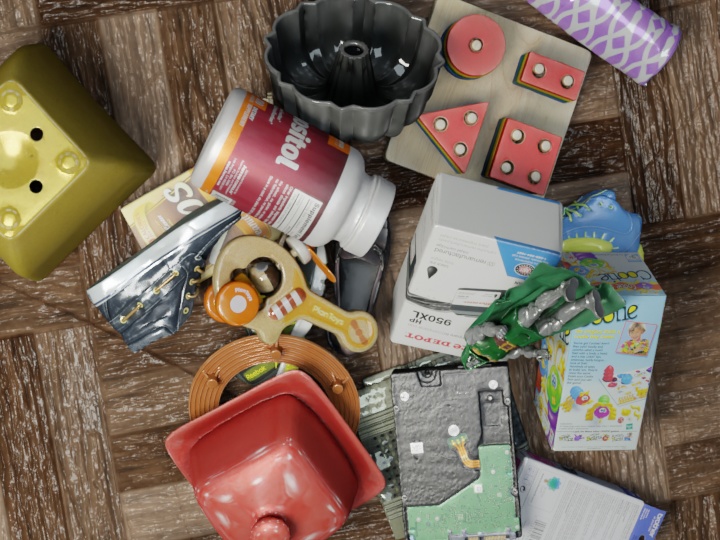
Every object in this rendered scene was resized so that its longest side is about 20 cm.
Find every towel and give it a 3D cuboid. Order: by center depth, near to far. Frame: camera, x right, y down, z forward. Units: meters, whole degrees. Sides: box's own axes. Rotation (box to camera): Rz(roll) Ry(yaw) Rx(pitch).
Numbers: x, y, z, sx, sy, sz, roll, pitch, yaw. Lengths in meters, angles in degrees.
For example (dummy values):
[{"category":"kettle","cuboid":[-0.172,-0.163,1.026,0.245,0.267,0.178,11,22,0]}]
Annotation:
[{"category":"towel","cuboid":[0.095,0.197,1.460,0.197,0.035,0.195,-20,99,-7]}]

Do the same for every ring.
[{"category":"ring","cuboid":[-0.098,0.162,1.395,0.197,0.019,0.203,-1,119,-1]}]

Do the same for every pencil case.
[{"category":"pencil case","cuboid":[0.279,-0.300,1.417,0.199,0.084,0.086,34,55,-10]}]

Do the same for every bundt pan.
[{"category":"bundt pan","cuboid":[-0.008,-0.214,1.351,0.198,0.204,0.076,-3,138,-6]}]

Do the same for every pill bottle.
[{"category":"pill bottle","cuboid":[-0.068,-0.097,1.283,0.198,0.113,0.114,26,91,-11]}]

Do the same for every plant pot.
[{"category":"plant pot","cuboid":[-0.353,-0.114,1.296,0.194,0.200,0.196,-43,98,-2]}]

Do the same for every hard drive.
[{"category":"hard drive","cuboid":[0.111,0.210,1.409,0.137,0.038,0.204,-5,95,9]}]

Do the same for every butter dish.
[{"category":"butter dish","cuboid":[-0.096,0.246,1.347,0.197,0.149,0.201,-28,116,15]}]

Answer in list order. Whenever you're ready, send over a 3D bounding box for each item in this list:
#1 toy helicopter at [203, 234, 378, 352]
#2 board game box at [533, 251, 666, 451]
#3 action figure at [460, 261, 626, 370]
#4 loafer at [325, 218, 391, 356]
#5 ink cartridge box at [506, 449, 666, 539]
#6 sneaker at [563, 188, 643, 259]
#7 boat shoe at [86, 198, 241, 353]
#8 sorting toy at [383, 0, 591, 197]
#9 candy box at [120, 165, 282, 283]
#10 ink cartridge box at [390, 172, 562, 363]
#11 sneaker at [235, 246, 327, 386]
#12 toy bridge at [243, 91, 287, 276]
[{"category":"toy helicopter","cuboid":[-0.064,0.024,1.332,0.198,0.079,0.134,27,82,-16]},{"category":"board game box","cuboid":[0.268,0.092,1.397,0.103,0.103,0.203,1,118,-7]},{"category":"action figure","cuboid":[0.173,0.062,1.312,0.117,0.199,0.055,27,53,-22]},{"category":"loafer","cuboid":[0.000,0.000,1.413,0.071,0.063,0.204,6,93,-7]},{"category":"ink cartridge box","cuboid":[0.254,0.303,1.468,0.197,0.042,0.121,22,96,-12]},{"category":"sneaker","cuboid":[0.242,-0.052,1.437,0.197,0.076,0.107,13,90,-14]},{"category":"boat shoe","cuboid":[-0.193,0.002,1.337,0.199,0.071,0.091,-34,102,4]},{"category":"sorting toy","cuboid":[0.151,-0.191,1.414,0.196,0.070,0.203,19,92,-8]},{"category":"candy box","cuboid":[-0.158,-0.068,1.394,0.198,0.055,0.117,-30,98,-5]},{"category":"ink cartridge box","cuboid":[0.124,0.004,1.361,0.142,0.201,0.085,13,48,-6]},{"category":"sneaker","cuboid":[-0.094,0.042,1.397,0.083,0.074,0.203,15,92,-13]},{"category":"toy bridge","cuboid":[-0.099,-0.095,1.357,0.066,0.027,0.204,-1,96,-10]}]
